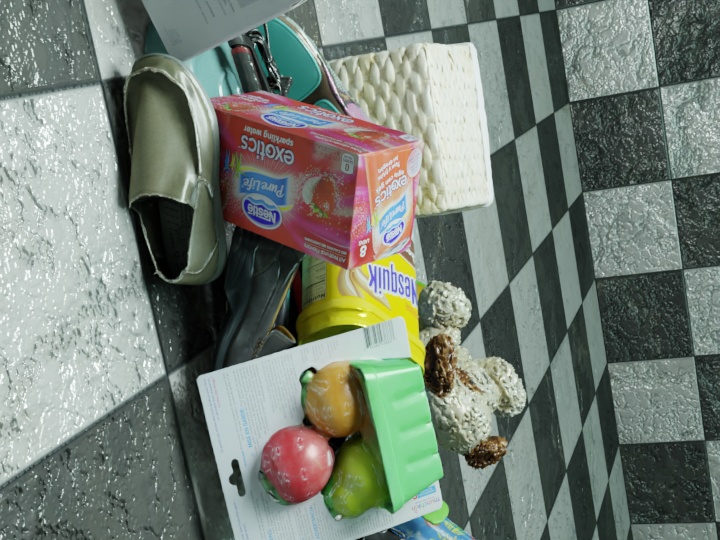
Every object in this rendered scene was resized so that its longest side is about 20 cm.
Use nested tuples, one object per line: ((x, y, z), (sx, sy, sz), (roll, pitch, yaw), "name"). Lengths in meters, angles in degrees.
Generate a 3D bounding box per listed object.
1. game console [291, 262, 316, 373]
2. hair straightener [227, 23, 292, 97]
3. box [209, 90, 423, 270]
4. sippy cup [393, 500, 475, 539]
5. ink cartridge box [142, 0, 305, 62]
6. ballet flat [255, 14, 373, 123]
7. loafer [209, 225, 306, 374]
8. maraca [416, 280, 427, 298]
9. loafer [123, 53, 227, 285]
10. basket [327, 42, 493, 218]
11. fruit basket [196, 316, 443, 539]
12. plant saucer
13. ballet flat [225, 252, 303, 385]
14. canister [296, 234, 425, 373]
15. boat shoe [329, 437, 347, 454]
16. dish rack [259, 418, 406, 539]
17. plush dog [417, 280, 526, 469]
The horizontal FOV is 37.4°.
((-0.011, 0.079, 1.147), (0.199, 0.031, 0.180), (16, 61, -67), "game console")
((-0.098, -0.178, 1.045), (0.077, 0.040, 0.203), (-63, 137, -54), "hair straightener")
((-0.052, -0.084, 0.928), (0.095, 0.198, 0.102), (-19, 123, -48), "box")
((0.078, 0.342, 1.240), (0.141, 0.129, 0.178), (-63, 151, -12), "sippy cup")
((-0.118, -0.303, 0.883), (0.203, 0.173, 0.084), (65, 28, -17), "ink cartridge box")
((-0.044, -0.188, 1.114), (0.201, 0.069, 0.071), (52, 29, -13), "ballet flat")
((-0.094, 0.061, 0.966), (0.073, 0.071, 0.204), (-92, -168, -78), "loafer")
((0.051, 0.071, 1.346), (0.201, 0.106, 0.138), (51, 59, -31), "maraca")
((-0.158, -0.080, 0.898), (0.070, 0.074, 0.204), (-46, 126, -68), "loafer")
((0.036, -0.154, 1.253), (0.160, 0.195, 0.204), (-21, 104, -63), "basket")
((-0.033, 0.156, 0.958), (0.094, 0.196, 0.189), (-161, -124, -77), "fruit basket")
((-0.138, -0.169, 1.025), (0.199, 0.035, 0.204), (-7, 90, -69), "plant saucer")
((-0.096, 0.068, 1.034), (0.073, 0.072, 0.204), (-25, 110, -67), "ballet flat")
((0.000, 0.000, 1.074), (0.148, 0.085, 0.203), (37, 42, -45), "canister")
((-0.035, 0.179, 1.152), (0.201, 0.061, 0.076), (58, 32, -49), "boat shoe")
((-0.034, 0.213, 1.031), (0.151, 0.054, 0.204), (-15, 115, -29), "dish rack")
((0.099, 0.138, 1.226), (0.201, 0.159, 0.172), (55, 5, -18), "plush dog")
